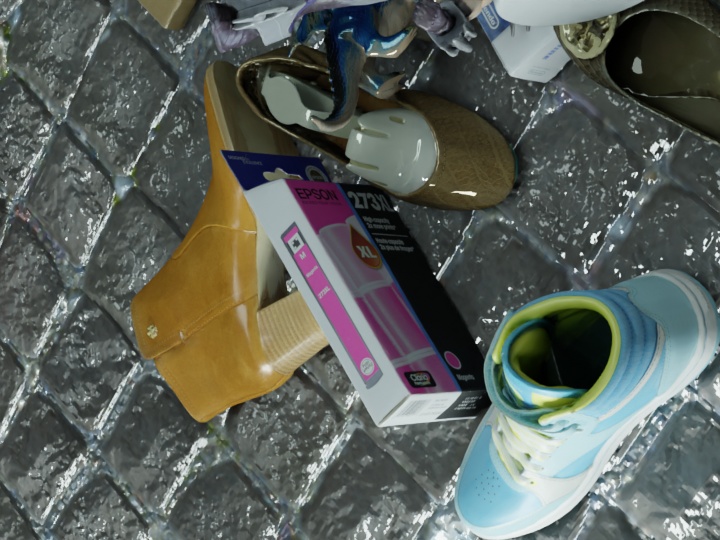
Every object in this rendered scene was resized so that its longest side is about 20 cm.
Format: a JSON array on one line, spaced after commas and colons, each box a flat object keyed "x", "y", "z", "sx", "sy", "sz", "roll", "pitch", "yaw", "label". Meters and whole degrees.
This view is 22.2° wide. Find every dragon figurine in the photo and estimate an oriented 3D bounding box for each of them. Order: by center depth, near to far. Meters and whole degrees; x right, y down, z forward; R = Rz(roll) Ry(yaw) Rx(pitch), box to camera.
[{"x": -0.009, "y": -0.150, "z": 1.058, "sx": 0.099, "sy": 0.200, "sz": 0.059, "roll": 27, "pitch": 148, "yaw": 12, "label": "dragon figurine"}]

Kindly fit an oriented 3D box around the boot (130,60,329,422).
[{"x": -0.098, "y": -0.015, "z": 1.166, "sx": 0.144, "sy": 0.071, "sz": 0.202, "roll": -28, "pitch": 78, "yaw": 32, "label": "boot"}]

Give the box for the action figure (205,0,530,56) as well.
[{"x": 0.013, "y": -0.169, "z": 0.984, "sx": 0.199, "sy": 0.069, "sz": 0.131, "roll": -14, "pitch": 70, "yaw": 0, "label": "action figure"}]

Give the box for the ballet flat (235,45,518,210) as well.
[{"x": -0.001, "y": -0.086, "z": 1.088, "sx": 0.199, "sy": 0.072, "sz": 0.068, "roll": 32, "pitch": 112, "yaw": 34, "label": "ballet flat"}]

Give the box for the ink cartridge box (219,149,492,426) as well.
[{"x": 0.000, "y": 0.000, "z": 1.073, "sx": 0.037, "sy": 0.094, "sz": 0.201, "roll": -46, "pitch": 63, "yaw": 28, "label": "ink cartridge box"}]

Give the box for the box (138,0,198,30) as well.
[{"x": -0.123, "y": -0.289, "z": 1.220, "sx": 0.164, "sy": 0.021, "sz": 0.201, "roll": 47, "pitch": 118, "yaw": 28, "label": "box"}]

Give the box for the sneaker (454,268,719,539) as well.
[{"x": 0.090, "y": 0.075, "z": 0.979, "sx": 0.080, "sy": 0.130, "sz": 0.200, "roll": 51, "pitch": 119, "yaw": 25, "label": "sneaker"}]

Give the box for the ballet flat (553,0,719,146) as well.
[{"x": 0.178, "y": -0.093, "z": 0.937, "sx": 0.200, "sy": 0.046, "sz": 0.068, "roll": 36, "pitch": 122, "yaw": 20, "label": "ballet flat"}]

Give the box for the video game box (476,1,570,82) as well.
[{"x": 0.111, "y": -0.238, "z": 1.017, "sx": 0.182, "sy": 0.047, "sz": 0.201, "roll": -39, "pitch": 67, "yaw": 29, "label": "video game box"}]

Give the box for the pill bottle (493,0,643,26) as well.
[{"x": 0.093, "y": -0.233, "z": 0.924, "sx": 0.114, "sy": 0.114, "sz": 0.202, "roll": -19, "pitch": 74, "yaw": 37, "label": "pill bottle"}]
